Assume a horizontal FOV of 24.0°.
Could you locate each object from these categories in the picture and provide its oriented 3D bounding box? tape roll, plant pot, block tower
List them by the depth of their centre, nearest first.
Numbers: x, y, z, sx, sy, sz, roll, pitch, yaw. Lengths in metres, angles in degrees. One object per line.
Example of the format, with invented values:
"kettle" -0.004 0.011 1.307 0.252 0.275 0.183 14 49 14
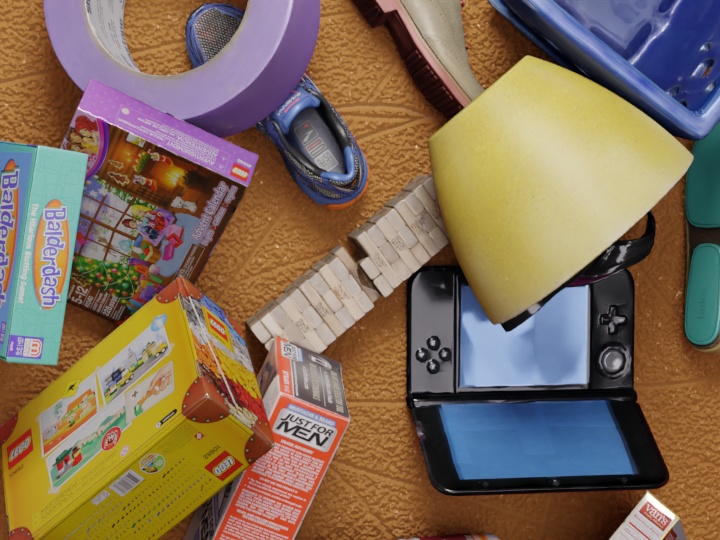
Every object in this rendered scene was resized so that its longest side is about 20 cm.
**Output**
"tape roll" -0.134 -0.205 1.291 0.198 0.085 0.203 -1 84 12
"plant pot" 0.133 -0.077 1.297 0.200 0.200 0.142 -41 92 -6
"plant pot" 0.224 -0.235 1.343 0.199 0.180 0.201 37 87 -10
"block tower" 0.000 0.000 1.380 0.199 0.058 0.054 -39 99 -4

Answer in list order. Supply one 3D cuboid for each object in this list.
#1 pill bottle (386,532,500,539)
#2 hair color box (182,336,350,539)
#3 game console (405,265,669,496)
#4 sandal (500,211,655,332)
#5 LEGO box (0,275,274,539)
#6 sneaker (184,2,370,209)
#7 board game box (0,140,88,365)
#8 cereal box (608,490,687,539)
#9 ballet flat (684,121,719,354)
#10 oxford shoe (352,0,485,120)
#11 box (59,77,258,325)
"pill bottle" 0.020 0.276 1.370 0.197 0.113 0.114 -3 94 -10
"hair color box" -0.078 0.168 1.321 0.063 0.111 0.201 23 106 -12
"game console" 0.144 0.085 1.379 0.197 0.119 0.175 0 94 -11
"sandal" 0.193 -0.007 1.392 0.200 0.075 0.048 -40 91 -18
"LEGO box" -0.174 0.125 1.274 0.199 0.149 0.077 -39 126 13
"sneaker" -0.061 -0.137 1.346 0.200 0.078 0.075 45 84 -4
"board game box" -0.278 -0.022 1.257 0.045 0.199 0.154 8 93 -38
"cereal box" 0.192 0.279 1.389 0.039 0.144 0.200 38 84 22
"ballet flat" 0.310 -0.031 1.440 0.063 0.068 0.203 1 96 -38
"oxford shoe" 0.066 -0.192 1.375 0.075 0.070 0.201 -39 101 -13
"box" -0.177 -0.040 1.288 0.136 0.201 0.039 24 44 -9
